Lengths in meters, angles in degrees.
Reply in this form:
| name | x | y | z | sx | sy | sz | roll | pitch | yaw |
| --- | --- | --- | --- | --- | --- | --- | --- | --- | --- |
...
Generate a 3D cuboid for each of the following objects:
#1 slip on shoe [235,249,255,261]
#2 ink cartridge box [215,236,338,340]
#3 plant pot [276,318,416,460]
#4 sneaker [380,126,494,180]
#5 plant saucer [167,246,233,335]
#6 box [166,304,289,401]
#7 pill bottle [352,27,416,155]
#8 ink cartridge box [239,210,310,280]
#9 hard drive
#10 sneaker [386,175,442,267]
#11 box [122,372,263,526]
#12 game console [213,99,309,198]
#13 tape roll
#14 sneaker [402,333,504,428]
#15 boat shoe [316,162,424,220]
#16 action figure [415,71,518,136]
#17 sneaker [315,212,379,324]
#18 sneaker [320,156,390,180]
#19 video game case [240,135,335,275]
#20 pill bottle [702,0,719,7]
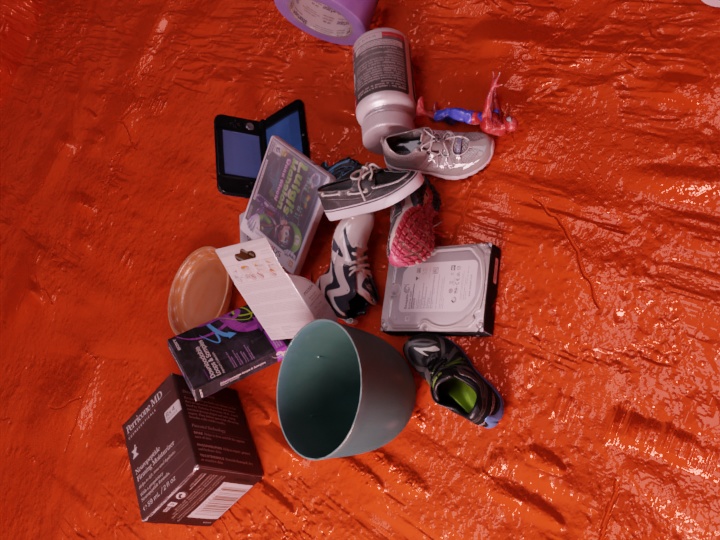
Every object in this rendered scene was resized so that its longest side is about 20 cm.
| name | x | y | z | sx | sy | sz | roll | pitch | yaw |
| --- | --- | --- | --- | --- | --- | --- | --- | --- | --- |
| slip on shoe | -0.177 | 0.021 | 1.376 | 0.197 | 0.061 | 0.076 | 27 | 60 | 29 |
| ink cartridge box | -0.147 | 0.026 | 1.251 | 0.158 | 0.203 | 0.047 | -9 | 28 | 46 |
| plant pot | -0.010 | 0.187 | 1.112 | 0.198 | 0.159 | 0.206 | -14 | 70 | 44 |
| sneaker | 0.124 | -0.198 | 1.197 | 0.195 | 0.082 | 0.077 | -3 | 70 | 22 |
| plant saucer | -0.336 | 0.051 | 1.539 | 0.197 | 0.037 | 0.206 | -16 | 65 | 36 |
| box | -0.243 | 0.143 | 1.341 | 0.197 | 0.037 | 0.143 | -25 | 47 | -22 |
| pill bottle | 0.044 | -0.322 | 1.305 | 0.112 | 0.113 | 0.205 | -19 | 61 | 33 |
| ink cartridge box | -0.173 | -0.048 | 1.430 | 0.160 | 0.050 | 0.205 | -24 | 56 | 32 |
| hard drive | 0.124 | 0.033 | 1.153 | 0.196 | 0.037 | 0.144 | -3 | 71 | 41 |
| sneaker | 0.079 | -0.070 | 1.177 | 0.074 | 0.081 | 0.202 | -29 | 23 | 34 |
| box | -0.309 | 0.331 | 1.321 | 0.166 | 0.163 | 0.202 | -44 | 51 | 18 |
| game console | -0.207 | -0.261 | 1.501 | 0.119 | 0.167 | 0.205 | -48 | 43 | 50 |
| tape roll | -0.066 | -0.535 | 1.423 | 0.197 | 0.198 | 0.087 | 14 | 83 | 42 |
| sneaker | 0.129 | 0.155 | 1.069 | 0.199 | 0.082 | 0.072 | 42 | 106 | 43 |
| boat shoe | 0.012 | -0.142 | 1.200 | 0.196 | 0.069 | 0.074 | -10 | 28 | 39 |
| action figure | 0.186 | -0.281 | 1.195 | 0.198 | 0.064 | 0.102 | 28 | 108 | 43 |
| sneaker | 0.000 | 0.000 | 1.244 | 0.129 | 0.079 | 0.202 | 32 | 95 | 41 |
| sneaker | -0.013 | -0.174 | 1.325 | 0.196 | 0.073 | 0.084 | -2 | 71 | 39 |
| video game case | -0.143 | -0.125 | 1.373 | 0.181 | 0.023 | 0.204 | 37 | 114 | 34 |
| pill bottle | 0.499 | -0.474 | 0.977 | 0.109 | 0.110 | 0.205 | -14 | 65 | 35 |
